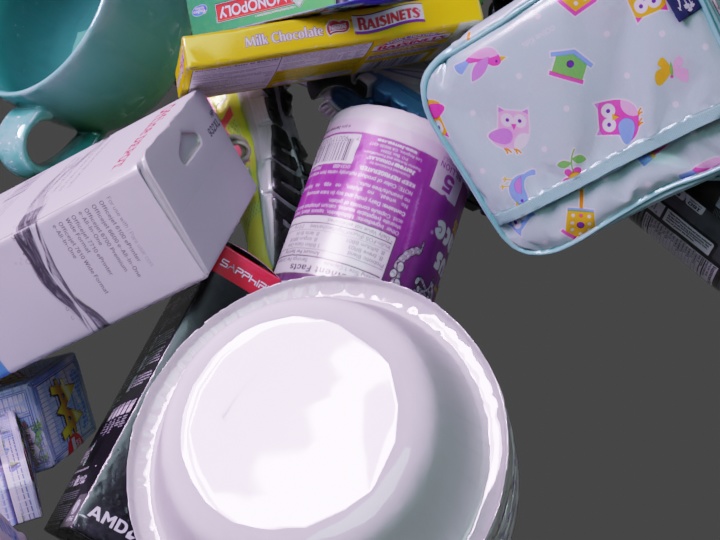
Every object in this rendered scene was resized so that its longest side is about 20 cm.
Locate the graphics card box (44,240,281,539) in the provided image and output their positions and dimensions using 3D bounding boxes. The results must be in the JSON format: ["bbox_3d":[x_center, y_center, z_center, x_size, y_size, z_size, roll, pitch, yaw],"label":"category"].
[{"bbox_3d":[-0.129,0.088,0.803,0.051,0.125,0.201,32,68,-13],"label":"graphics card box"}]

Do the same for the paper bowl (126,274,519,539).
[{"bbox_3d":[-0.022,0.095,0.629,0.198,0.105,0.203,-6,60,10],"label":"paper bowl"}]

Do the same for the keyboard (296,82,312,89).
[{"bbox_3d":[-0.057,-0.229,0.986,0.011,0.056,0.202,-27,62,28],"label":"keyboard"}]

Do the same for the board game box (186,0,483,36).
[{"bbox_3d":[-0.011,-0.189,0.872,0.133,0.199,0.030,-6,97,29],"label":"board game box"}]

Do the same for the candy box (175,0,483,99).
[{"bbox_3d":[-0.025,-0.150,0.838,0.197,0.102,0.027,-11,86,-12],"label":"candy box"}]

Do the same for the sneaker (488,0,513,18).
[{"bbox_3d":[0.146,-0.199,0.934,0.087,0.074,0.201,40,75,-16],"label":"sneaker"}]

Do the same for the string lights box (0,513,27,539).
[{"bbox_3d":[-0.265,0.199,0.639,0.199,0.103,0.059,-30,68,-11],"label":"string lights box"}]

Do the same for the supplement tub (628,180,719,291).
[{"bbox_3d":[0.245,-0.067,0.857,0.200,0.123,0.122,41,74,18],"label":"supplement tub"}]

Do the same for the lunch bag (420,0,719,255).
[{"bbox_3d":[0.150,-0.108,0.777,0.199,0.077,0.162,-27,97,29],"label":"lunch bag"}]

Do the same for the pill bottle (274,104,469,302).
[{"bbox_3d":[0.000,0.000,0.842,0.111,0.112,0.202,16,74,10],"label":"pill bottle"}]

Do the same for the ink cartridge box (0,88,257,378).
[{"bbox_3d":[-0.180,-0.020,0.803,0.198,0.084,0.145,-25,20,19],"label":"ink cartridge box"}]

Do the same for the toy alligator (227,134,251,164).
[{"bbox_3d":[-0.161,-0.060,0.897,0.198,0.060,0.054,-22,24,16],"label":"toy alligator"}]

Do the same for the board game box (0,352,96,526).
[{"bbox_3d":[-0.264,0.116,0.785,0.198,0.200,0.062,-18,102,-17],"label":"board game box"}]

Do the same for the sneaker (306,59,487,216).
[{"bbox_3d":[0.062,-0.120,0.921,0.199,0.075,0.087,36,58,12],"label":"sneaker"}]

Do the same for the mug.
[{"bbox_3d":[-0.210,-0.169,0.924,0.186,0.114,0.152,-50,55,12],"label":"mug"}]

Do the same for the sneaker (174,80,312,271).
[{"bbox_3d":[-0.088,-0.078,0.914,0.089,0.078,0.202,-20,68,18],"label":"sneaker"}]
